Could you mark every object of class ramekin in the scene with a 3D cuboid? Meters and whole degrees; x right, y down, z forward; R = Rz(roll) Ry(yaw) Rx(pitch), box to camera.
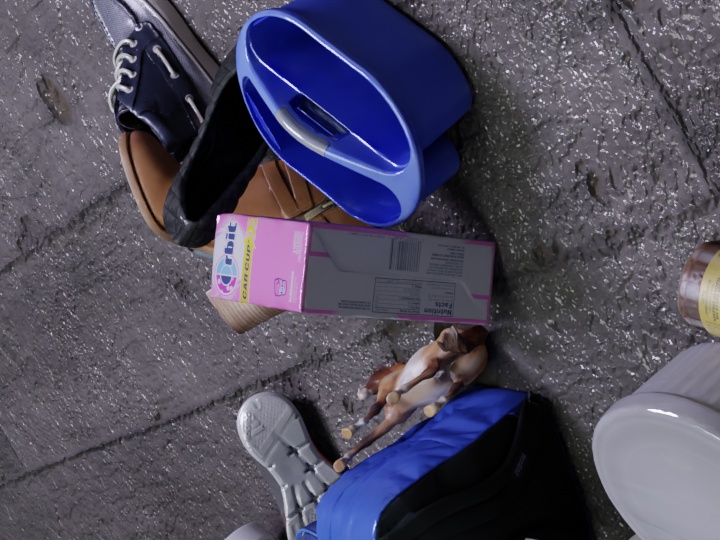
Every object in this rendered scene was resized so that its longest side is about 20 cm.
[{"bbox_3d":[0.260,0.136,1.306,0.202,0.094,0.203,35,153,21],"label":"ramekin"}]

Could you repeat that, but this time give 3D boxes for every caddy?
[{"bbox_3d":[-0.011,-0.122,1.465,0.200,0.105,0.142,39,142,27],"label":"caddy"}]

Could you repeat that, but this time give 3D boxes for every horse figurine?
[{"bbox_3d":[0.048,0.090,1.574,0.050,0.132,0.200,49,136,-2],"label":"horse figurine"}]

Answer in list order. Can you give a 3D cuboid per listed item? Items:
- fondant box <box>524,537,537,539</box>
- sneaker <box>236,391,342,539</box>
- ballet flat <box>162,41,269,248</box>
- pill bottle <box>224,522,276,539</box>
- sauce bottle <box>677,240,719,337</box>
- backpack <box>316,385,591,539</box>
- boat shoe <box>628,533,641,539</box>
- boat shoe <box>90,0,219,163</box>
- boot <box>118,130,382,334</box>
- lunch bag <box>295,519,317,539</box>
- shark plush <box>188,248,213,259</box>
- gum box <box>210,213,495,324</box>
[{"bbox_3d":[0.216,0.281,1.455,0.199,0.059,0.144,36,164,-20],"label":"fondant box"},{"bbox_3d":[-0.055,0.197,1.851,0.202,0.077,0.082,66,173,-12],"label":"sneaker"},{"bbox_3d":[-0.097,-0.107,1.534,0.066,0.202,0.057,26,162,-13],"label":"ballet flat"},{"bbox_3d":[-0.062,0.345,1.923,0.200,0.112,0.113,41,144,23],"label":"pill bottle"},{"bbox_3d":[0.295,0.030,1.229,0.199,0.065,0.065,18,131,43],"label":"sauce bottle"},{"bbox_3d":[0.061,0.209,1.564,0.167,0.199,0.164,-5,114,54],"label":"backpack"},{"bbox_3d":[0.273,0.248,1.441,0.200,0.063,0.074,28,137,38],"label":"boat shoe"},{"bbox_3d":[-0.189,-0.173,1.671,0.200,0.092,0.075,46,146,17],"label":"boat shoe"},{"bbox_3d":[-0.091,-0.063,1.586,0.155,0.077,0.201,-35,92,16],"label":"boot"},{"bbox_3d":[0.027,0.285,1.737,0.135,0.132,0.202,16,130,46],"label":"lunch bag"},{"bbox_3d":[-0.051,-0.022,1.680,0.198,0.091,0.084,8,146,26],"label":"shark plush"},{"bbox_3d":[0.000,0.000,1.484,0.113,0.199,0.067,7,91,50],"label":"gum box"}]
